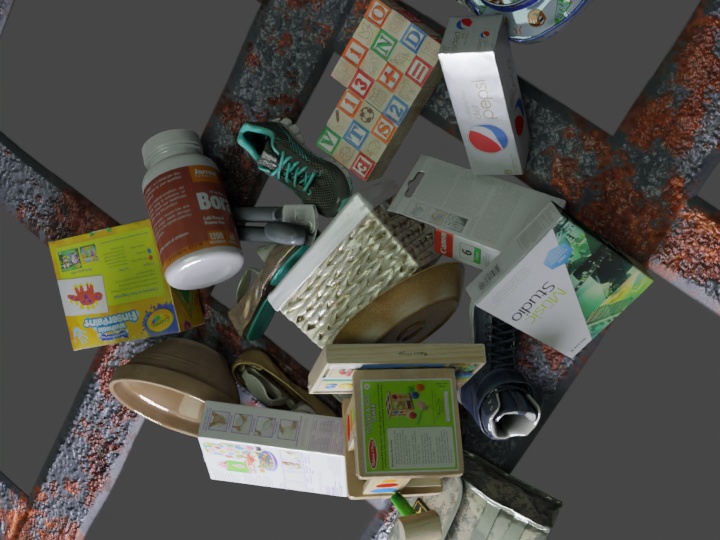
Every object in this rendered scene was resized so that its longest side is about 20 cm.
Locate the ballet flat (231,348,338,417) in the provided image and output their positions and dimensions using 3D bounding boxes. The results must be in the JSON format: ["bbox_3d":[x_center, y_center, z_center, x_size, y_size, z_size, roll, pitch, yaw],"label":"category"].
[{"bbox_3d":[-0.105,0.191,1.497,0.199,0.063,0.069,38,111,12],"label":"ballet flat"}]

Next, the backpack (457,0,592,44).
[{"bbox_3d":[0.186,-0.363,1.229,0.200,0.154,0.191,-41,93,21],"label":"backpack"}]

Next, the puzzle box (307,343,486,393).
[{"bbox_3d":[0.041,0.122,1.306,0.197,0.133,0.026,1,68,-12],"label":"puzzle box"}]

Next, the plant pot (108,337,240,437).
[{"bbox_3d":[-0.248,0.160,1.516,0.198,0.202,0.094,8,62,22],"label":"plant pot"}]

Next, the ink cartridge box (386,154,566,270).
[{"bbox_3d":[0.142,-0.064,1.317,0.198,0.110,0.051,20,147,19],"label":"ink cartridge box"}]

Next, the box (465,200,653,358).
[{"bbox_3d":[0.237,0.016,1.251,0.144,0.199,0.037,-47,43,19],"label":"box"}]

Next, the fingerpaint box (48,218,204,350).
[{"bbox_3d":[-0.343,0.017,1.563,0.197,0.073,0.169,-11,94,25],"label":"fingerpaint box"}]

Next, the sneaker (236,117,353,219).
[{"bbox_3d":[-0.092,-0.133,1.388,0.200,0.091,0.078,41,114,34],"label":"sneaker"}]

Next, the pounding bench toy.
[{"bbox_3d":[0.049,0.238,1.290,0.122,0.156,0.203,-1,68,-8],"label":"pounding bench toy"}]

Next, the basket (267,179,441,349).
[{"bbox_3d":[0.000,0.000,1.378,0.123,0.135,0.200,45,114,7],"label":"basket"}]

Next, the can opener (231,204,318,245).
[{"bbox_3d":[-0.120,-0.063,1.416,0.199,0.066,0.054,6,93,56],"label":"can opener"}]

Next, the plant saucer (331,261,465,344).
[{"bbox_3d":[0.056,0.063,1.327,0.200,0.199,0.036,-42,69,24],"label":"plant saucer"}]

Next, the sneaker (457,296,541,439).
[{"bbox_3d":[0.180,0.108,1.309,0.076,0.146,0.205,3,110,-14],"label":"sneaker"}]

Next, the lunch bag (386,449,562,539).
[{"bbox_3d":[0.138,0.337,1.386,0.198,0.117,0.166,26,106,15],"label":"lunch bag"}]

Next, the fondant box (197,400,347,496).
[{"bbox_3d":[-0.111,0.242,1.440,0.197,0.059,0.145,6,147,4],"label":"fondant box"}]

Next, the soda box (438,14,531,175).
[{"bbox_3d":[0.149,-0.201,1.252,0.067,0.064,0.201,2,143,22],"label":"soda box"}]

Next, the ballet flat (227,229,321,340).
[{"bbox_3d":[-0.127,0.007,1.475,0.067,0.068,0.201,46,113,25],"label":"ballet flat"}]

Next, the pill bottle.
[{"bbox_3d":[-0.236,-0.086,1.459,0.111,0.112,0.202,-27,70,25],"label":"pill bottle"}]

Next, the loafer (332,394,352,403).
[{"bbox_3d":[0.029,0.192,1.446,0.072,0.063,0.200,-44,97,-3],"label":"loafer"}]

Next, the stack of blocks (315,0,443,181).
[{"bbox_3d":[0.022,-0.231,1.367,0.115,0.058,0.201,37,112,13],"label":"stack of blocks"}]
